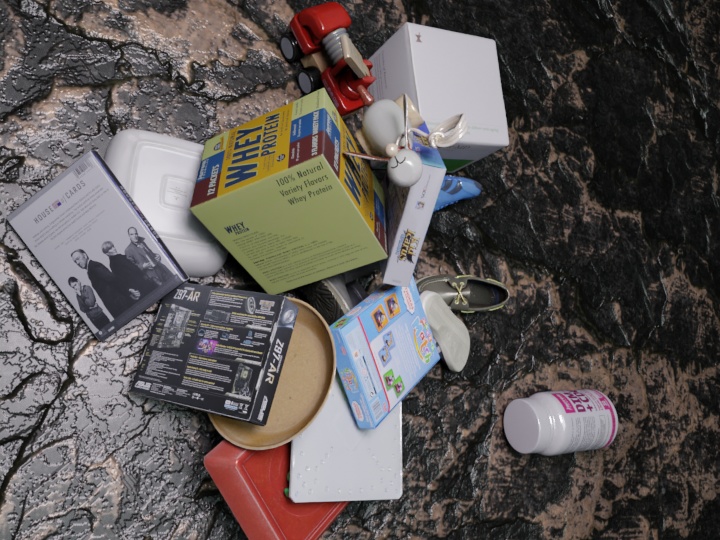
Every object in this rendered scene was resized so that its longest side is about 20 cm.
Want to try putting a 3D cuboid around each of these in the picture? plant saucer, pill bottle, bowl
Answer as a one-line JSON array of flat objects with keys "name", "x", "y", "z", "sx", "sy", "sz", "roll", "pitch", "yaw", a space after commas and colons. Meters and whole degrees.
[{"name": "plant saucer", "x": -0.116, "y": 0.136, "z": 0.798, "sx": 0.035, "sy": 0.197, "sz": 0.203, "roll": 46, "pitch": 54, "yaw": -58}, {"name": "pill bottle", "x": 0.373, "y": 0.284, "z": 1.121, "sx": 0.197, "sy": 0.113, "sz": 0.116, "roll": 3, "pitch": 79, "yaw": -29}, {"name": "bowl", "x": -0.268, "y": -0.101, "z": 0.860, "sx": 0.197, "sy": 0.074, "sz": 0.203, "roll": 11, "pitch": 75, "yaw": -29}, {"name": "plant saucer", "x": -0.086, "y": 0.278, "z": 0.825, "sx": 0.199, "sy": 0.036, "sz": 0.202, "roll": -36, "pitch": 103, "yaw": -42}]

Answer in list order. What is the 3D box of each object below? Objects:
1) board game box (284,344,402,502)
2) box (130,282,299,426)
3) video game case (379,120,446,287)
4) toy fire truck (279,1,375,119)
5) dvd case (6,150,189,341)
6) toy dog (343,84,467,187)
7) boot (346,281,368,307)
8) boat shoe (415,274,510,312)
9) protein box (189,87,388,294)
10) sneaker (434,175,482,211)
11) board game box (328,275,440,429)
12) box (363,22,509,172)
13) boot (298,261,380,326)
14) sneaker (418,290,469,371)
[{"name": "board game box", "x": -0.020, "y": 0.221, "z": 0.860, "sx": 0.198, "sy": 0.026, "sz": 0.204, "roll": 15, "pitch": 68, "yaw": -38}, {"name": "box", "x": -0.195, "y": 0.105, "z": 0.798, "sx": 0.044, "sy": 0.197, "sz": 0.163, "roll": 47, "pitch": 52, "yaw": -58}, {"name": "video game case", "x": 0.066, "y": -0.107, "z": 0.882, "sx": 0.045, "sy": 0.184, "sz": 0.201, "roll": 9, "pitch": 31, "yaw": -9}, {"name": "toy fire truck", "x": -0.040, "y": -0.351, "z": 0.965, "sx": 0.128, "sy": 0.199, "sz": 0.178, "roll": -30, "pitch": 95, "yaw": -31}, {"name": "dvd case", "x": -0.342, "y": -0.029, "z": 0.783, "sx": 0.149, "sy": 0.025, "sz": 0.201, "roll": -33, "pitch": 98, "yaw": 9}, {"name": "toy dog", "x": 0.034, "y": -0.184, "z": 0.764, "sx": 0.132, "sy": 0.200, "sz": 0.096, "roll": -46, "pitch": 115, "yaw": -3}, {"name": "boot", "x": -0.041, "y": 0.133, "z": 0.941, "sx": 0.199, "sy": 0.066, "sz": 0.166, "roll": -34, "pitch": 85, "yaw": -36}, {"name": "boat shoe", "x": 0.183, "y": 0.041, "z": 1.093, "sx": 0.199, "sy": 0.060, "sz": 0.073, "roll": 4, "pitch": 78, "yaw": -29}, {"name": "protein box", "x": -0.090, "y": -0.099, "z": 0.829, "sx": 0.201, "sy": 0.196, "sz": 0.137, "roll": 53, "pitch": 26, "yaw": -45}, {"name": "sneaker", "x": 0.138, "y": -0.138, "z": 1.107, "sx": 0.197, "sy": 0.066, "sz": 0.080, "roll": 2, "pitch": 91, "yaw": -29}, {"name": "board game box", "x": 0.039, "y": 0.112, "z": 0.890, "sx": 0.199, "sy": 0.036, "sz": 0.154, "roll": -33, "pitch": 108, "yaw": -47}, {"name": "box", "x": 0.128, "y": -0.295, "z": 1.065, "sx": 0.196, "sy": 0.171, "sz": 0.204, "roll": -2, "pitch": 81, "yaw": -30}, {"name": "boot", "x": 0.001, "y": -0.001, "z": 0.961, "sx": 0.198, "sy": 0.073, "sz": 0.182, "roll": -16, "pitch": 51, "yaw": -33}, {"name": "sneaker", "x": 0.125, "y": 0.102, "z": 1.049, "sx": 0.075, "sy": 0.084, "sz": 0.201, "roll": -57, "pitch": 132, "yaw": -28}]
